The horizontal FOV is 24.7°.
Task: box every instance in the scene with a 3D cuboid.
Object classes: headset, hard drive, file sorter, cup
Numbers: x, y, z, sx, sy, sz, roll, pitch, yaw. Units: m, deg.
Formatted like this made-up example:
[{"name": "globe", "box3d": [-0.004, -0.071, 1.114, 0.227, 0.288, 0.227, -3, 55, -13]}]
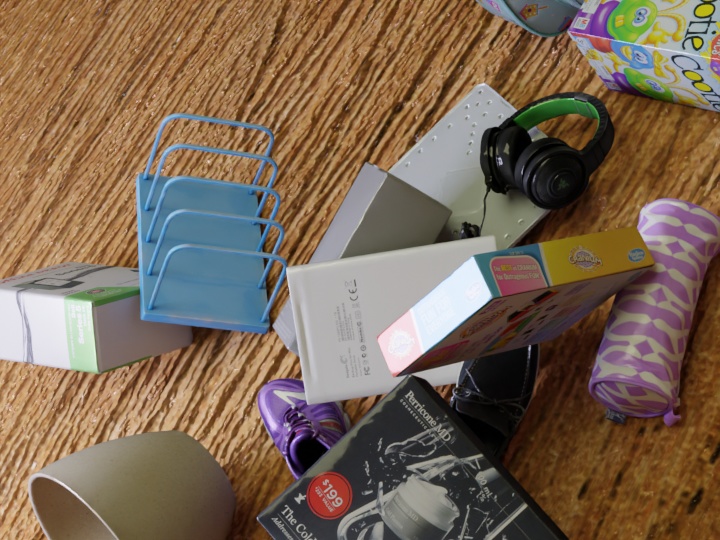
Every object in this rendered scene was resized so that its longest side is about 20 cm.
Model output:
[{"name": "headset", "box3d": [0.168, -0.091, 1.608, 0.200, 0.094, 0.123, -44, 38, -20]}, {"name": "hard drive", "box3d": [0.038, 0.047, 1.555, 0.199, 0.026, 0.133, -9, 92, 2]}, {"name": "file sorter", "box3d": [-0.157, -0.054, 1.761, 0.123, 0.138, 0.201, 117, 153, -45]}, {"name": "cup", "box3d": [-0.206, 0.239, 1.608, 0.143, 0.201, 0.200, -37, 38, -29]}]

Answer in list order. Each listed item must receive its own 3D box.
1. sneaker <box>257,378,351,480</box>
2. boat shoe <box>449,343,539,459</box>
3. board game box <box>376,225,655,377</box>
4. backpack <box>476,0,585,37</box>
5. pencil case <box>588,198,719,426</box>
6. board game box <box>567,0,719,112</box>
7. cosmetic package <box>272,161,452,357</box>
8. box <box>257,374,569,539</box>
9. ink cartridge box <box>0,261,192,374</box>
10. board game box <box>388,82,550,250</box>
[{"name": "sneaker", "box3d": [-0.047, 0.163, 1.598, 0.081, 0.083, 0.200, -44, 44, 1]}, {"name": "boat shoe", "box3d": [0.113, 0.130, 1.501, 0.074, 0.062, 0.201, 26, 78, -2]}, {"name": "board game box", "box3d": [0.134, 0.026, 1.411, 0.153, 0.199, 0.040, -42, 66, 45]}, {"name": "backpack", "box3d": [0.203, -0.345, 1.708, 0.200, 0.176, 0.153, -47, 40, 4]}, {"name": "pencil case", "box3d": [0.266, 0.035, 1.461, 0.085, 0.084, 0.201, 19, 70, 2]}, {"name": "board game box", "box3d": [0.321, -0.227, 1.587, 0.199, 0.105, 0.103, 19, 73, 44]}, {"name": "cosmetic package", "box3d": [0.000, 0.000, 1.626, 0.201, 0.090, 0.107, -57, 15, 5]}, {"name": "box", "box3d": [0.048, 0.222, 1.407, 0.182, 0.104, 0.200, -43, 80, 2]}, {"name": "ink cartridge box", "box3d": [-0.307, 0.049, 1.817, 0.199, 0.145, 0.085, 5, 105, 38]}, {"name": "board game box", "box3d": [0.110, -0.075, 1.690, 0.200, 0.026, 0.200, -44, 45, 3]}]
